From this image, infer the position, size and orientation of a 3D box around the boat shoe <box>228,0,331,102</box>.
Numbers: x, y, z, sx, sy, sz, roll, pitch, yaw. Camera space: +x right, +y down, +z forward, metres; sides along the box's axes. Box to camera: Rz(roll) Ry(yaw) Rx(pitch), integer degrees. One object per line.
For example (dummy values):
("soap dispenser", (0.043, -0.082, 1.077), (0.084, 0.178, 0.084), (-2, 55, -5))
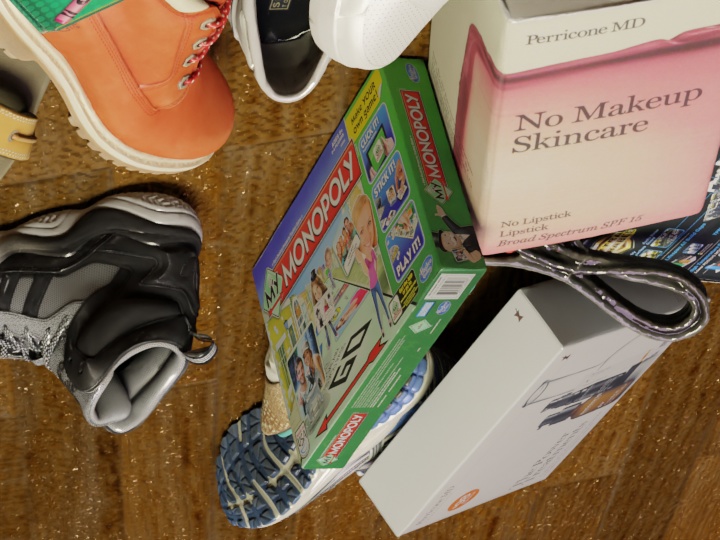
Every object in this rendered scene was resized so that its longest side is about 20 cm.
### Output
("boat shoe", (-0.024, -0.153, 1.027), (0.072, 0.066, 0.200), (-3, 148, -20))

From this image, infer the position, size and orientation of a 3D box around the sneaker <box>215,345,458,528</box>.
("sneaker", (-0.010, 0.110, 1.460), (0.200, 0.077, 0.085), (-37, 148, 32))

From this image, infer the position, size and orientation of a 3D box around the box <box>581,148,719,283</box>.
("box", (0.223, -0.066, 1.304), (0.158, 0.046, 0.200), (5, 144, -31))

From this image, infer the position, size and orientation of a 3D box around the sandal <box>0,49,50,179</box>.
("sandal", (-0.191, -0.067, 1.101), (0.080, 0.054, 0.200), (-1, 147, -23))

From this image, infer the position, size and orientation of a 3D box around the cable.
("cable", (0.108, -0.008, 1.269), (0.200, 0.050, 0.097), (41, 106, -18))

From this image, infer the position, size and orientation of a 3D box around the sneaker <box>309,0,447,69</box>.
("sneaker", (0.062, -0.149, 0.964), (0.074, 0.116, 0.200), (-6, 132, -54))

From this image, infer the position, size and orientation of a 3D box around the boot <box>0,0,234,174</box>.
("boot", (-0.091, -0.108, 1.041), (0.107, 0.075, 0.200), (-10, 153, 21))

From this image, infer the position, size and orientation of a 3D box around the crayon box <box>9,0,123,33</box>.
("crayon box", (-0.062, -0.191, 0.896), (0.199, 0.119, 0.058), (-23, 149, 13))

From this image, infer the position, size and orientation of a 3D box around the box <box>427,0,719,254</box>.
("box", (0.109, -0.112, 1.114), (0.127, 0.109, 0.200), (-11, 150, -8))

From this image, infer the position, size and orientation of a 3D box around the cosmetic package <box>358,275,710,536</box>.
("cosmetic package", (0.108, 0.075, 1.418), (0.150, 0.052, 0.200), (-13, 150, -43))

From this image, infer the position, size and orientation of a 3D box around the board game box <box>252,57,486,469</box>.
("board game box", (0.000, 0.000, 1.222), (0.029, 0.135, 0.200), (0, 146, -26))

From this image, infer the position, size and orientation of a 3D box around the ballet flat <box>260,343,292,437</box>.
("ballet flat", (-0.012, 0.027, 1.349), (0.065, 0.071, 0.200), (35, 125, -20))

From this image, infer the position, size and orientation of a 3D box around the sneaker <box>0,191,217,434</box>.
("sneaker", (-0.173, 0.036, 1.220), (0.199, 0.114, 0.076), (-19, 149, 5))
